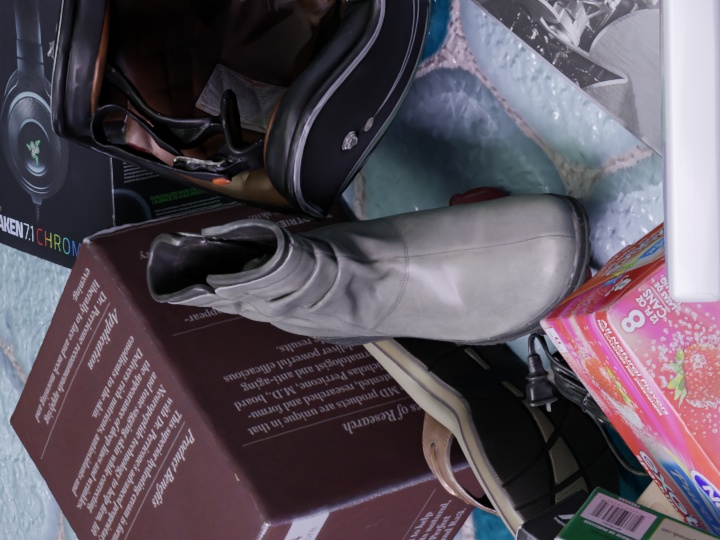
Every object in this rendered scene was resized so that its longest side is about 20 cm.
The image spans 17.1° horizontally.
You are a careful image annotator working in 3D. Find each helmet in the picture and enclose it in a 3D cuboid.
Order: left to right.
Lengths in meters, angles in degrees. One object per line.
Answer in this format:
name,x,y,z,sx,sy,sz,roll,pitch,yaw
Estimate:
helmet,-0.055,-0.135,1.198,0.200,0.200,0.191,15,86,50

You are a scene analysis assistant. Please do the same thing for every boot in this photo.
boot,0.000,0.000,1.149,0.200,0.130,0.068,-13,74,41

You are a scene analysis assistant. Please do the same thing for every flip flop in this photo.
flip flop,0.059,0.083,1.213,0.200,0.081,0.058,46,129,40

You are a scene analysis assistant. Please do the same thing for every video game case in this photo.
video game case,0.119,-0.115,0.880,0.182,0.023,0.201,-74,-19,-66

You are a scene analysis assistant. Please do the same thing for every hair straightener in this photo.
hair straightener,0.110,0.039,1.176,0.200,0.041,0.077,38,130,35

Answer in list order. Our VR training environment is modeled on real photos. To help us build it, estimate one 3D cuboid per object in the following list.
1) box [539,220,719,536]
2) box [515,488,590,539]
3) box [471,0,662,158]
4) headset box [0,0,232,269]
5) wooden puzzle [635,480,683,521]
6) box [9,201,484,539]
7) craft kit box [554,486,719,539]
box,0.175,0.070,0.968,0.200,0.095,0.100,54,169,-4
box,0.130,0.224,1.112,0.160,0.044,0.201,35,136,33
box,0.133,-0.172,1.036,0.158,0.048,0.200,45,127,35
headset box,-0.159,-0.112,1.429,0.174,0.093,0.201,19,115,49
wooden puzzle,0.171,0.206,1.129,0.185,0.046,0.200,51,143,20
box,-0.060,0.089,1.303,0.200,0.164,0.166,55,138,25
craft kit box,0.160,0.207,0.943,0.199,0.049,0.198,20,128,23
